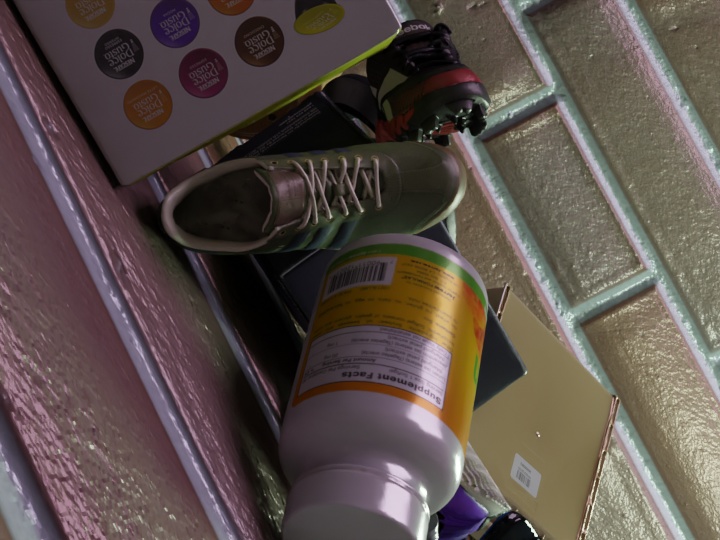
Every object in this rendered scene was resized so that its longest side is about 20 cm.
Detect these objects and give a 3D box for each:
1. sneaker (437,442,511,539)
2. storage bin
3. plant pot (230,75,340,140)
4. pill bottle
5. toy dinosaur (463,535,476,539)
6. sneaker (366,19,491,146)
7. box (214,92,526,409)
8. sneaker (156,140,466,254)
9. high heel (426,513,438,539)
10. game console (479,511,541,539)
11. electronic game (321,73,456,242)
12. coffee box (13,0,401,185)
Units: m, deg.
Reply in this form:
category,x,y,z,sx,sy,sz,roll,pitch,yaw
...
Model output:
category,x,y,z,sx,sy,sz,roll,pitch,yaw
sneaker,0.050,0.172,1.037,0.070,0.099,0.200,58,1,22
storage bin,0.122,0.146,1.250,0.200,0.094,0.199,44,54,-34
plant pot,-0.091,-0.211,1.333,0.187,0.186,0.200,58,23,-30
pill bottle,0.012,0.084,0.864,0.111,0.111,0.200,57,33,-37
toy dinosaur,0.100,0.251,1.399,0.181,0.105,0.200,-146,-118,-78
sneaker,0.045,-0.138,1.038,0.200,0.071,0.098,-162,-118,-82
box,0.000,0.000,1.087,0.200,0.123,0.198,57,-5,-33
sneaker,-0.035,-0.042,0.900,0.090,0.200,0.067,-9,91,-80
high heel,0.003,0.170,0.973,0.200,0.071,0.143,-129,-154,-50
game console,0.124,0.304,1.045,0.118,0.171,0.200,33,-14,38
electronic game,0.020,-0.081,1.272,0.200,0.042,0.200,44,-30,35
coffee box,-0.103,-0.194,0.935,0.198,0.199,0.200,61,5,-8
